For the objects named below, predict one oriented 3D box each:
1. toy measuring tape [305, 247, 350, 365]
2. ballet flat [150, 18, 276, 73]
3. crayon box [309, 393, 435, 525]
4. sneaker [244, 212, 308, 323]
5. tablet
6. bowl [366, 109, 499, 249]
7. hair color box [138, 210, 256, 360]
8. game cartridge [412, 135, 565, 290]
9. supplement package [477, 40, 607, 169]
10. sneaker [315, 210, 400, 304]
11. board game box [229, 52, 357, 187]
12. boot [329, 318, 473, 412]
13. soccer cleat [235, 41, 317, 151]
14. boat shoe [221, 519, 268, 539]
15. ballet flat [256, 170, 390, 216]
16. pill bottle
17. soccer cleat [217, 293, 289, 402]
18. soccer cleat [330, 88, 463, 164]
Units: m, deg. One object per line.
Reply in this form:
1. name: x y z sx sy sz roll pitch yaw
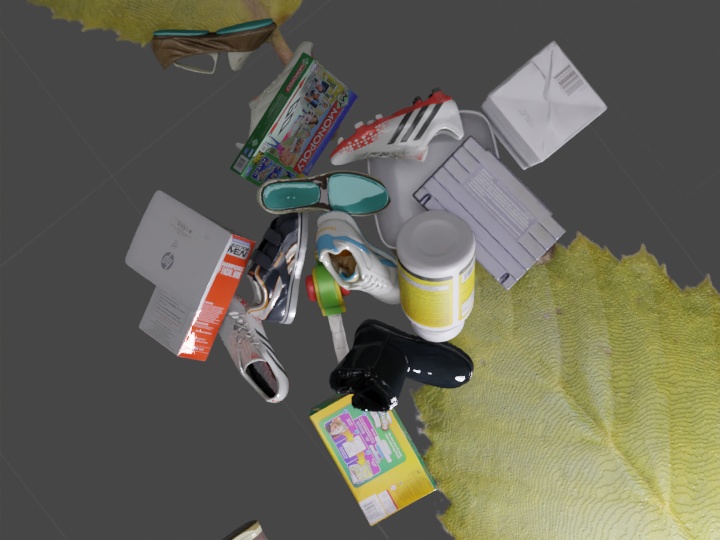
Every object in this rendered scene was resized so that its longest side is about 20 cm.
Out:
1. toy measuring tape: -0.043 0.061 1.451 0.073 0.074 0.202 -11 92 3
2. ballet flat: -0.223 -0.342 1.447 0.198 0.068 0.073 -6 113 3
3. crayon box: 0.019 0.278 1.465 0.118 0.058 0.201 -29 91 3
4. sneaker: -0.130 -0.019 1.439 0.079 0.078 0.202 7 94 -20
5. tablet: -0.281 -0.032 1.426 0.199 0.014 0.131 29 96 39
6. bowl: 0.114 -0.137 1.433 0.198 0.075 0.201 -8 93 3
7. hair color box: -0.251 0.023 1.437 0.111 0.064 0.201 27 96 39
8. game cartridge: 0.191 -0.086 1.382 0.130 0.038 0.200 -45 91 -2
9. supplement package: 0.257 -0.234 1.359 0.120 0.200 0.121 -40 91 4
10. sneaker: 0.000 0.000 1.406 0.076 0.081 0.200 -25 131 31
11. board game box: -0.097 -0.210 1.411 0.029 0.134 0.201 35 94 33
12. boot: 0.063 0.160 1.398 0.199 0.168 0.077 21 120 4
13. soccer cleat: -0.129 -0.263 1.442 0.077 0.069 0.201 23 96 4
14. boat shoe: -0.230 0.476 1.478 0.200 0.072 0.066 -36 86 -1
15. ballet flat: -0.055 -0.117 1.391 0.198 0.062 0.068 2 98 -8
16. pill bottle: 0.111 0.015 1.375 0.111 0.201 0.113 -3 52 3
17. soccer cleat: -0.174 0.117 1.451 0.068 0.085 0.201 -30 91 3
18. soccer cleat: 0.054 -0.188 1.358 0.199 0.069 0.086 -26 87 -2
